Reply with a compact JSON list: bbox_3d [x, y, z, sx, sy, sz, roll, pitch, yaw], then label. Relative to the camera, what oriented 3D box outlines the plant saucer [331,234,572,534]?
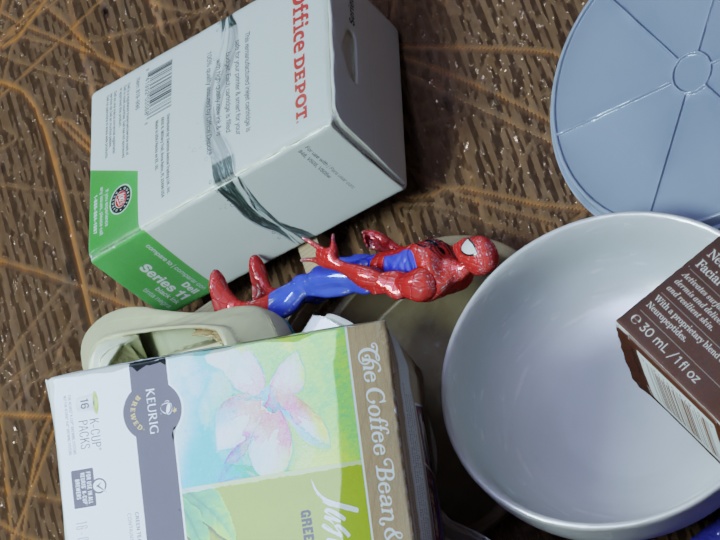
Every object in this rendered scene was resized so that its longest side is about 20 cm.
[{"bbox_3d":[0.047,0.077,1.775,0.199,0.029,0.201,-16,62,33],"label":"plant saucer"}]

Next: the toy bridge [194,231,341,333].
[{"bbox_3d":[-0.084,0.052,1.889,0.200,0.027,0.067,-34,54,22],"label":"toy bridge"}]

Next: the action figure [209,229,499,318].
[{"bbox_3d":[0.000,0.000,1.784,0.199,0.065,0.052,-4,96,37],"label":"action figure"}]

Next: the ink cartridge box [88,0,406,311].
[{"bbox_3d":[-0.072,-0.083,1.886,0.199,0.083,0.147,-27,44,27],"label":"ink cartridge box"}]

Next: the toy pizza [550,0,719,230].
[{"bbox_3d":[0.200,-0.110,1.735,0.199,0.032,0.201,-15,62,31],"label":"toy pizza"}]

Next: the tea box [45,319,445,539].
[{"bbox_3d":[-0.055,0.150,1.634,0.196,0.134,0.201,-10,74,7],"label":"tea box"}]

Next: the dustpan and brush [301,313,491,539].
[{"bbox_3d":[0.015,0.127,1.716,0.199,0.057,0.140,34,85,12],"label":"dustpan and brush"}]

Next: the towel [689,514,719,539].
[{"bbox_3d":[0.234,0.179,1.576,0.200,0.049,0.148,-44,43,15],"label":"towel"}]

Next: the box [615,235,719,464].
[{"bbox_3d":[0.245,0.012,1.575,0.200,0.075,0.100,-38,53,-9],"label":"box"}]

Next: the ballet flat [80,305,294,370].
[{"bbox_3d":[-0.123,0.058,1.831,0.199,0.069,0.070,-12,63,46],"label":"ballet flat"}]

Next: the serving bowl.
[{"bbox_3d":[0.148,0.069,1.657,0.199,0.066,0.201,-9,56,14],"label":"serving bowl"}]
